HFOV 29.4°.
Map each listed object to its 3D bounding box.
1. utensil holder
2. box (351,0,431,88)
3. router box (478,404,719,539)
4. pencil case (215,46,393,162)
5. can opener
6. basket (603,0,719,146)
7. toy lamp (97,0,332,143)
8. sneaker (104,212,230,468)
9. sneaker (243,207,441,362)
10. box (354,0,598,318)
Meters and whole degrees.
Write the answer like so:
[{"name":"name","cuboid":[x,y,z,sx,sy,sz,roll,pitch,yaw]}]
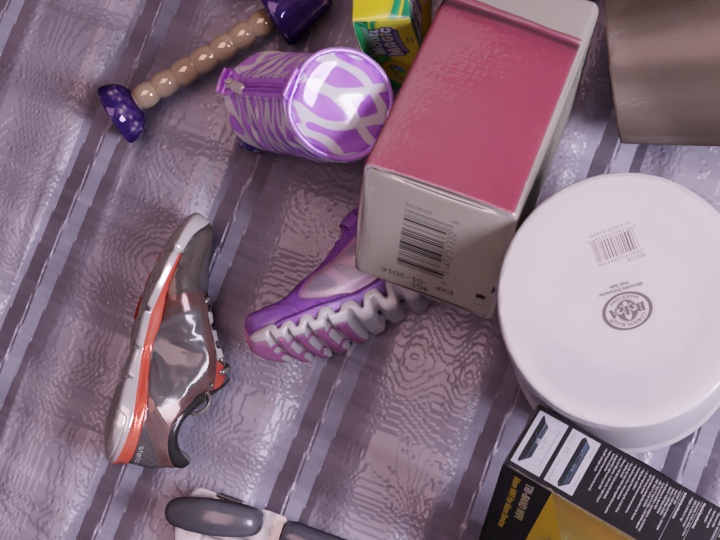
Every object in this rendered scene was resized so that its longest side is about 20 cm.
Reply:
[{"name":"utensil holder","cuboid":[0.177,0.035,0.927,0.168,0.200,0.172,-2,81,10]},{"name":"box","cuboid":[0.025,-0.228,1.034,0.048,0.117,0.203,0,73,11]},{"name":"router box","cuboid":[0.158,0.191,0.905,0.156,0.201,0.052,28,59,15]},{"name":"pencil case","cuboid":[-0.044,-0.125,1.004,0.085,0.200,0.085,29,86,-22]},{"name":"can opener","cuboid":[-0.051,0.212,1.009,0.198,0.067,0.054,17,84,14]},{"name":"basket","cuboid":[0.278,-0.158,0.980,0.197,0.136,0.183,-7,77,14]},{"name":"toy lamp","cuboid":[-0.114,-0.176,1.096,0.199,0.058,0.059,-32,76,4]},{"name":"sneaker","cuboid":[-0.137,0.058,1.064,0.081,0.077,0.203,17,84,-14]},{"name":"sneaker","cuboid":[0.000,0.000,1.036,0.198,0.081,0.089,-25,71,0]},{"name":"box","cuboid":[0.081,-0.092,0.965,0.108,0.128,0.201,19,57,9]}]
